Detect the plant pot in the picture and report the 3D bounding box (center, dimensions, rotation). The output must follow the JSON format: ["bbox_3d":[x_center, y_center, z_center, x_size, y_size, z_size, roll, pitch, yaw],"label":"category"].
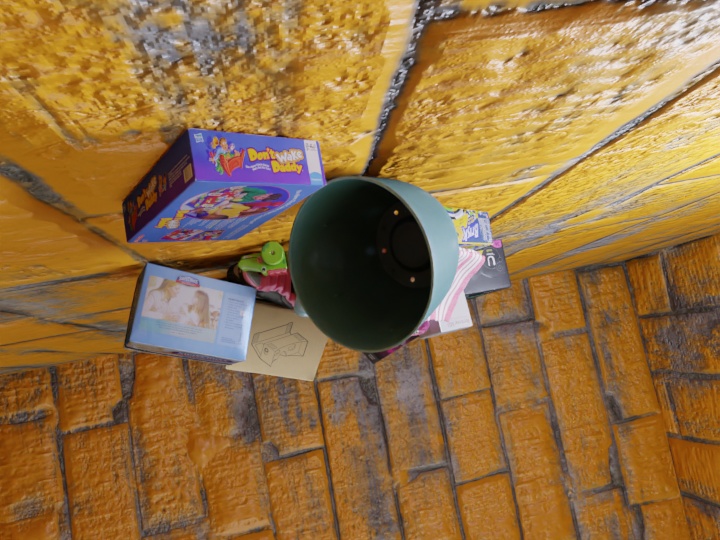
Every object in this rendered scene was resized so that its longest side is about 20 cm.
[{"bbox_3d":[0.034,-0.022,0.710,0.197,0.205,0.160,-15,-176,34],"label":"plant pot"}]

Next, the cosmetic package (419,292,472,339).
[{"bbox_3d":[0.155,0.031,1.181,0.100,0.205,0.071,-6,167,-38],"label":"cosmetic package"}]

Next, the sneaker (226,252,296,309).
[{"bbox_3d":[-0.174,0.028,1.084,0.094,0.081,0.199,-14,149,33],"label":"sneaker"}]

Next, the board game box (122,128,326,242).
[{"bbox_3d":[-0.145,-0.076,0.571,0.132,0.046,0.198,-5,170,-39],"label":"board game box"}]

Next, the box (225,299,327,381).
[{"bbox_3d":[-0.169,0.149,1.184,0.196,0.167,0.021,12,-159,-21],"label":"box"}]

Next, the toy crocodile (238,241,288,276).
[{"bbox_3d":[-0.112,-0.019,0.975,0.195,0.063,0.068,-9,172,-9],"label":"toy crocodile"}]

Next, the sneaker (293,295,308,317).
[{"bbox_3d":[-0.048,0.055,1.029,0.198,0.074,0.082,12,122,-49],"label":"sneaker"}]

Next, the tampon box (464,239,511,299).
[{"bbox_3d":[0.273,0.009,1.490,0.146,0.129,0.200,-8,171,-20],"label":"tampon box"}]

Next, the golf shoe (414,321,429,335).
[{"bbox_3d":[0.048,0.072,1.147,0.196,0.077,0.092,16,-155,9],"label":"golf shoe"}]

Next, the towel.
[{"bbox_3d":[0.138,0.027,0.969,0.198,0.030,0.148,4,120,-56],"label":"towel"}]

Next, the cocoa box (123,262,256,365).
[{"bbox_3d":[-0.299,0.083,0.993,0.196,0.137,0.131,15,162,-24],"label":"cocoa box"}]

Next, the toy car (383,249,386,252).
[{"bbox_3d":[0.072,-0.014,1.035,0.198,0.175,0.151,0,131,-54],"label":"toy car"}]

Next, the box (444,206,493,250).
[{"bbox_3d":[0.155,-0.069,0.989,0.069,0.066,0.198,-17,170,38],"label":"box"}]

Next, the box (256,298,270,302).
[{"bbox_3d":[-0.242,0.107,1.300,0.196,0.107,0.182,17,169,-5],"label":"box"}]

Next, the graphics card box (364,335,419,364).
[{"bbox_3d":[0.054,0.116,1.255,0.199,0.126,0.051,-38,-174,45],"label":"graphics card box"}]
